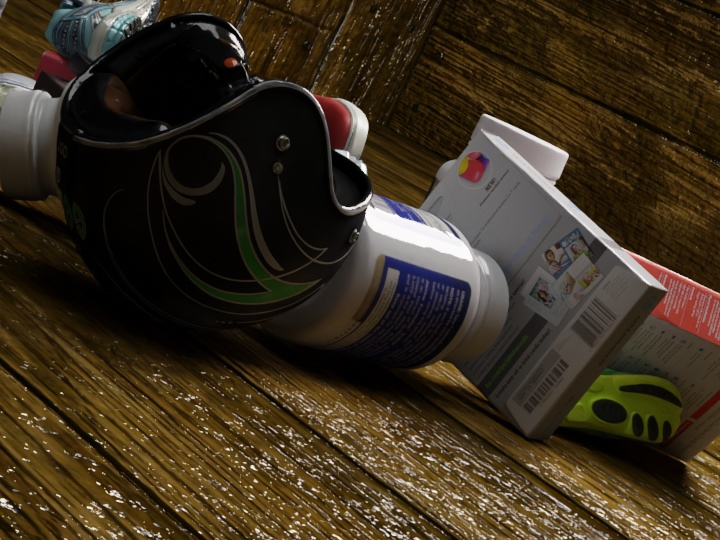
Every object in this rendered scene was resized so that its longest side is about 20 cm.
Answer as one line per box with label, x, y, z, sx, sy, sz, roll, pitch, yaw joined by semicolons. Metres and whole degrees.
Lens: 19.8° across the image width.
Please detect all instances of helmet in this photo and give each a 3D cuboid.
helmet;-0.096;-0.054;1.372;0.200;0.200;0.191;33;-29;48

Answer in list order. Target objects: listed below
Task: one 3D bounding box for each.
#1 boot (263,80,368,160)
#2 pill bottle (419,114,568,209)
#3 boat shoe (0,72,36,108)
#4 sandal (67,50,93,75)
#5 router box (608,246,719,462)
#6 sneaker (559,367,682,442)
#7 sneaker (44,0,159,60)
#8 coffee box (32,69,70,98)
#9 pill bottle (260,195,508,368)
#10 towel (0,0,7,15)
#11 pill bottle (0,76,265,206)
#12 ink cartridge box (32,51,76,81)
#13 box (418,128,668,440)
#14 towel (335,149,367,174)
boot;-0.092;-0.142;1.849;0.144;0.073;0.200;20;0;-33
pill bottle;0.110;-0.036;1.916;0.119;0.201;0.120;24;7;-3
boat shoe;-0.245;-0.109;1.828;0.199;0.072;0.062;20;33;-13
sandal;-0.156;-0.145;1.775;0.199;0.043;0.076;24;5;-11
router box;0.246;0.075;1.763;0.179;0.049;0.200;25;-31;-6
sneaker;0.169;0.103;1.715;0.199;0.074;0.084;21;-15;-20
sneaker;-0.243;-0.230;1.938;0.086;0.078;0.200;20;8;0
coffee box;-0.186;-0.088;1.756;0.199;0.080;0.113;22;9;-27
pill bottle;0.018;0.009;1.539;0.120;0.120;0.200;31;9;40
towel;-0.372;-0.229;1.657;0.165;0.201;0.086;25;8;7
pill bottle;-0.166;-0.091;1.552;0.199;0.112;0.111;2;6;4
ink cartridge box;-0.204;-0.127;1.957;0.199;0.085;0.145;26;8;11
box;0.120;0.011;1.634;0.200;0.156;0.041;44;14;27
towel;-0.077;-0.045;1.666;0.171;0.048;0.200;20;40;-17
